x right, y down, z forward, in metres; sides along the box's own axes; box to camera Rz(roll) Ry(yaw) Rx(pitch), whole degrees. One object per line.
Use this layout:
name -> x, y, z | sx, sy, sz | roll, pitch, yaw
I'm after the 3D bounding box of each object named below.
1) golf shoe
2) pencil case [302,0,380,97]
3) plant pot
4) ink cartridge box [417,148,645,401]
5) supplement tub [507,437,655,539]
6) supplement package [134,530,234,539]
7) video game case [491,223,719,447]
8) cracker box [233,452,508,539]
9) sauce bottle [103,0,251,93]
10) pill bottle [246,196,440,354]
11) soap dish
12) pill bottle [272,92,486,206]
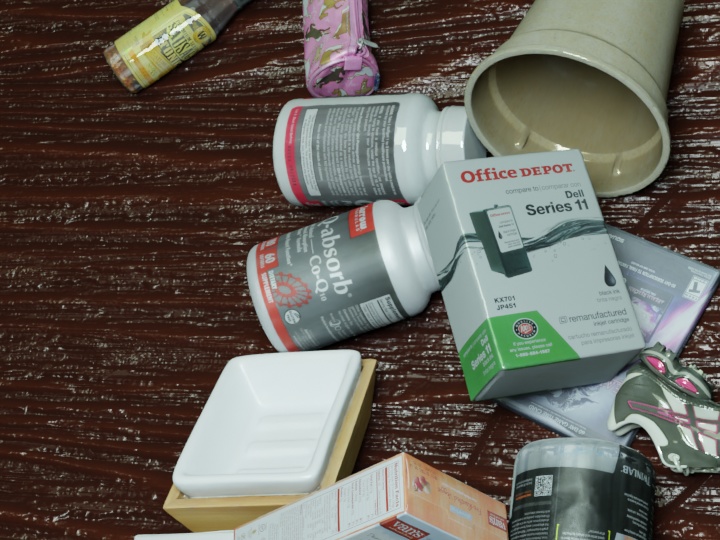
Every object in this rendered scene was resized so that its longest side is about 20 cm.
golf shoe -> 0.304, 0.147, 1.234 | 0.199, 0.077, 0.088 | 34, 86, 33
pencil case -> -0.023, -0.281, 1.573 | 0.086, 0.083, 0.202 | -13, 60, 16
plant pot -> 0.222, -0.204, 1.390 | 0.198, 0.201, 0.185 | 10, 57, 25
ink cartridge box -> 0.148, 0.001, 1.291 | 0.145, 0.083, 0.202 | -7, 67, -19
supplement tub -> 0.179, 0.250, 1.201 | 0.121, 0.123, 0.202 | -1, 64, 21
supplement package -> -0.134, 0.343, 1.278 | 0.118, 0.121, 0.202 | -6, 63, 19
video game case -> 0.224, 0.060, 1.341 | 0.142, 0.019, 0.201 | 24, 75, 30
cracker box -> 0.007, 0.228, 1.210 | 0.199, 0.133, 0.058 | -28, 47, 33
sauce bottle -> -0.196, -0.280, 1.650 | 0.199, 0.066, 0.066 | -35, 57, 4
pill bottle -> 0.000, 0.000, 1.402 | 0.198, 0.116, 0.117 | -20, 59, 11
soap dish -> -0.075, 0.160, 1.330 | 0.155, 0.082, 0.201 | -5, 33, 18
pill bottle -> 0.021, -0.120, 1.457 | 0.198, 0.111, 0.112 | 0, 65, 22
